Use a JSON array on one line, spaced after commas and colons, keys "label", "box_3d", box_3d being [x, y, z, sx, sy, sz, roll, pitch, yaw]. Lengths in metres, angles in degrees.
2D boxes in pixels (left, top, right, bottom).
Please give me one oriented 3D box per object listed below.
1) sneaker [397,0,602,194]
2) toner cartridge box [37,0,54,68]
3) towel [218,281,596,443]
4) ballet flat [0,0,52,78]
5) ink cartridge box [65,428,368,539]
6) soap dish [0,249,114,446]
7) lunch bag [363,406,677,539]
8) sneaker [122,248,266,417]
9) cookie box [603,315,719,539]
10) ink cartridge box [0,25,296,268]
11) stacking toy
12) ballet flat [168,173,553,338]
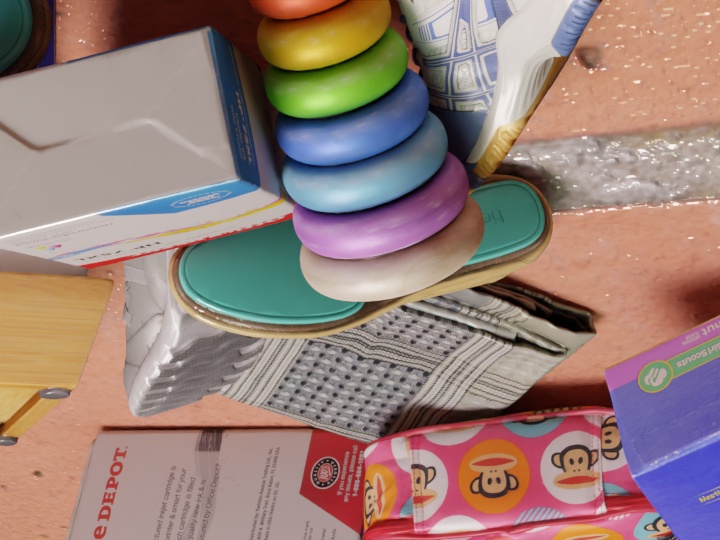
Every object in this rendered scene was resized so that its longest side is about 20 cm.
[{"label": "sneaker", "box_3d": [0.052, -0.111, 0.856, 0.088, 0.075, 0.200, 30, 144, 3]}, {"label": "toner cartridge box", "box_3d": [-0.189, -0.145, 0.884, 0.094, 0.043, 0.200, 13, 146, -1]}, {"label": "towel", "box_3d": [0.009, 0.048, 1.120, 0.191, 0.035, 0.200, 21, 145, -14]}, {"label": "ballet flat", "box_3d": [-0.203, -0.088, 0.883, 0.199, 0.068, 0.072, -12, 160, 28]}, {"label": "ink cartridge box", "box_3d": [-0.083, 0.182, 1.245, 0.198, 0.145, 0.084, -1, 145, 18]}, {"label": "soap dish", "box_3d": [-0.236, 0.043, 1.081, 0.156, 0.082, 0.200, 4, 164, -21]}, {"label": "lunch bag", "box_3d": [0.108, 0.150, 1.188, 0.198, 0.083, 0.176, -7, 155, 14]}, {"label": "sneaker", "box_3d": [-0.093, 0.002, 1.046, 0.074, 0.082, 0.201, -15, 146, -30]}, {"label": "cookie box", "box_3d": [0.246, 0.095, 1.039, 0.170, 0.076, 0.200, -25, 137, 13]}, {"label": "ink cartridge box", "box_3d": [-0.093, -0.048, 0.876, 0.115, 0.068, 0.200, -13, 175, 8]}, {"label": "stacking toy", "box_3d": [-0.009, -0.091, 0.829, 0.085, 0.085, 0.201, -5, 117, 23]}, {"label": "ballet flat", "box_3d": [0.000, 0.000, 0.975, 0.198, 0.069, 0.063, -9, 164, -14]}]
